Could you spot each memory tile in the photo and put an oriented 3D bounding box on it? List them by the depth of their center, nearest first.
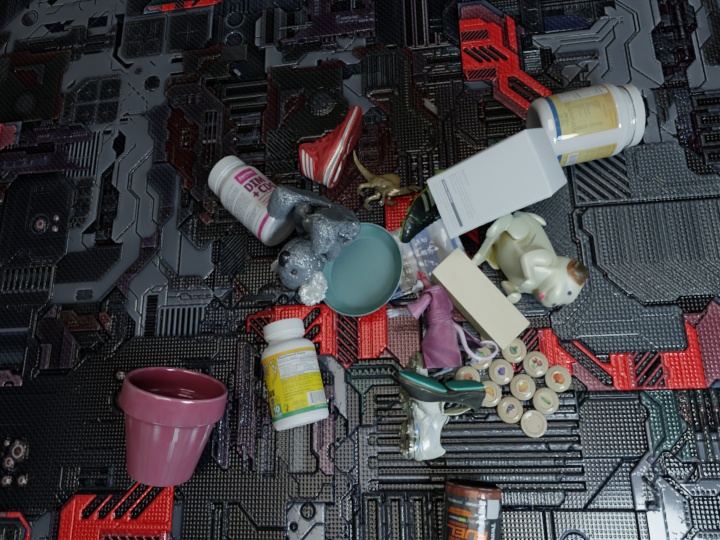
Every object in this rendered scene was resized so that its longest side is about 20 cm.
[{"bbox_3d":[0.299,0.214,1.025,0.198,0.017,0.155,33,82,15],"label":"memory tile"}]

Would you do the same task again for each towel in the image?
[{"bbox_3d":[0.123,-0.033,1.113,0.196,0.024,0.149,-20,73,3],"label":"towel"}]

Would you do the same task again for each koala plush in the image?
[{"bbox_3d":[-0.105,-0.043,1.067,0.176,0.182,0.203,36,110,29],"label":"koala plush"}]

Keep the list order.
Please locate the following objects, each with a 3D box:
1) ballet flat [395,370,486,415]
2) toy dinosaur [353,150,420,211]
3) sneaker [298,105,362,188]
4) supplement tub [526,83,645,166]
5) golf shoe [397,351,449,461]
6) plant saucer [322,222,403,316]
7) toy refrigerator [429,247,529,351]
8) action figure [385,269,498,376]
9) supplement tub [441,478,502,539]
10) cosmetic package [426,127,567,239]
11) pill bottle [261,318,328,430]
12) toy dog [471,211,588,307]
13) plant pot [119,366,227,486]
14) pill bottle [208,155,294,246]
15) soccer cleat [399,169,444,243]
[{"bbox_3d":[0.149,0.234,0.964,0.196,0.068,0.070,13,95,-22],"label":"ballet flat"},{"bbox_3d":[0.039,-0.188,1.160,0.198,0.059,0.101,31,65,27],"label":"toy dinosaur"},{"bbox_3d":[-0.076,-0.298,1.185,0.114,0.078,0.203,21,78,12],"label":"sneaker"},{"bbox_3d":[0.456,-0.297,1.069,0.196,0.145,0.148,-11,74,5],"label":"supplement tub"},{"bbox_3d":[0.127,0.266,1.021,0.095,0.078,0.204,8,75,-16],"label":"golf shoe"},{"bbox_3d":[0.000,0.000,1.102,0.196,0.036,0.204,-6,72,19],"label":"plant saucer"},{"bbox_3d":[0.232,0.059,1.031,0.076,0.070,0.200,-41,78,-6],"label":"toy refrigerator"},{"bbox_3d":[0.148,0.093,0.993,0.132,0.148,0.204,-15,85,-37],"label":"action figure"},{"bbox_3d":[0.196,0.484,0.921,0.105,0.107,0.204,3,76,9],"label":"supplement tub"},{"bbox_3d":[0.261,-0.169,0.979,0.198,0.199,0.125,-22,93,32],"label":"cosmetic package"},{"bbox_3d":[-0.137,0.205,1.042,0.111,0.113,0.204,-15,74,4],"label":"pill bottle"},{"bbox_3d":[0.343,-0.010,1.031,0.200,0.141,0.193,45,49,18],"label":"toy dog"},{"bbox_3d":[-0.376,0.307,1.022,0.196,0.200,0.183,13,93,12],"label":"plant pot"},{"bbox_3d":[-0.238,-0.157,1.152,0.199,0.114,0.114,40,84,16],"label":"pill bottle"},{"bbox_3d":[0.151,-0.132,1.098,0.080,0.068,0.201,27,67,19],"label":"soccer cleat"}]
